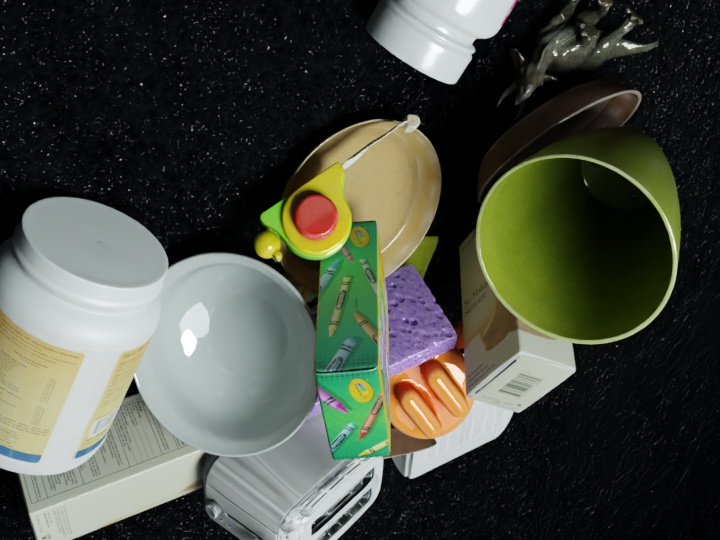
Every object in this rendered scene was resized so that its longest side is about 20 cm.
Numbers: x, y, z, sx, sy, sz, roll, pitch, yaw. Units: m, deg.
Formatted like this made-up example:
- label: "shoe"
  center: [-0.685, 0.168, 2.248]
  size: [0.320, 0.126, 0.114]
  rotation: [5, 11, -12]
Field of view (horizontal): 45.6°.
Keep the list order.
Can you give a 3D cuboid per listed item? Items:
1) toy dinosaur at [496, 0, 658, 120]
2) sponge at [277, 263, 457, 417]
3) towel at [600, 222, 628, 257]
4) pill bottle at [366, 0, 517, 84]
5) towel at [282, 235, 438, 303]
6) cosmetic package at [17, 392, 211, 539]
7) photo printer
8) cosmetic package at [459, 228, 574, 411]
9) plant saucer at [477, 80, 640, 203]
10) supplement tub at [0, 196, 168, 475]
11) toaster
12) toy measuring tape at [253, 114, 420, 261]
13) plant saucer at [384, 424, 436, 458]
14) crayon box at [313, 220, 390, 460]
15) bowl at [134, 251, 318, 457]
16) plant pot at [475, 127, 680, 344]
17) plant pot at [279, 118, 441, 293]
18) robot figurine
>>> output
- label: "toy dinosaur"
  center: [0.226, -0.236, 0.890]
  size: [0.198, 0.078, 0.102]
  rotation: [-23, 167, -33]
- label: "sponge"
  center: [-0.004, 0.075, 0.939]
  size: [0.198, 0.112, 0.030]
  rotation: [-23, 146, -15]
- label: "towel"
  center: [0.214, 0.005, 1.009]
  size: [0.034, 0.193, 0.201]
  rotation: [25, 113, -28]
- label: "pill bottle"
  center: [0.092, -0.269, 0.714]
  size: [0.112, 0.114, 0.201]
  rotation: [9, 122, -42]
- label: "towel"
  center: [0.000, 0.000, 0.972]
  size: [0.197, 0.018, 0.087]
  rotation: [-4, 130, -35]
- label: "cosmetic package"
  center: [-0.254, 0.198, 0.901]
  size: [0.197, 0.106, 0.072]
  rotation: [-16, 137, -23]
- label: "photo printer"
  center: [0.140, 0.194, 1.218]
  size: [0.198, 0.070, 0.168]
  rotation: [-21, 137, -21]
- label: "cosmetic package"
  center: [0.164, 0.035, 0.926]
  size: [0.070, 0.202, 0.105]
  rotation: [18, 139, -20]
- label: "plant saucer"
  center: [0.205, -0.141, 0.918]
  size: [0.198, 0.035, 0.201]
  rotation: [-28, 166, -7]
- label: "supplement tub"
  center: [-0.256, 0.055, 0.730]
  size: [0.143, 0.145, 0.202]
  rotation: [8, 122, -41]
- label: "toaster"
  center: [-0.063, 0.219, 0.916]
  size: [0.199, 0.128, 0.115]
  rotation: [-33, 144, -38]
- label: "toy measuring tape"
  center: [-0.012, -0.067, 0.808]
  size: [0.199, 0.074, 0.074]
  rotation: [-35, 141, -9]
- label: "plant saucer"
  center: [-0.003, 0.214, 1.080]
  size: [0.197, 0.035, 0.200]
  rotation: [-8, 174, -1]
- label: "crayon box"
  center: [-0.005, 0.062, 0.819]
  size: [0.057, 0.202, 0.120]
  rotation: [-4, 131, 5]
- label: "bowl"
  center: [-0.123, 0.074, 0.856]
  size: [0.202, 0.200, 0.090]
  rotation: [-52, 179, 16]
- label: "plant pot"
  center: [0.235, -0.061, 0.844]
  size: [0.200, 0.185, 0.189]
  rotation: [-44, 155, -49]
- label: "plant pot"
  center: [-0.004, -0.067, 0.886]
  size: [0.198, 0.027, 0.203]
  rotation: [-19, 130, -24]
- label: "robot figurine"
  center: [0.072, 0.124, 1.022]
  size: [0.115, 0.200, 0.146]
  rotation: [12, 101, -10]
